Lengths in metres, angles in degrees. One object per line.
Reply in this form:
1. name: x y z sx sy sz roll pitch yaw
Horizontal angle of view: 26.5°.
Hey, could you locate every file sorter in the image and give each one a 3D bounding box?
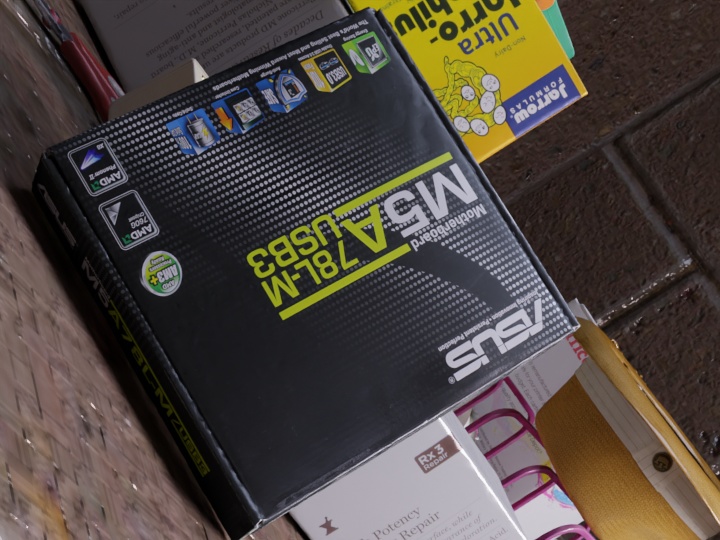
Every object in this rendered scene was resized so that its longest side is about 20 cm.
1. file sorter: 0.075 0.149 1.049 0.139 0.125 0.201 50 10 -52

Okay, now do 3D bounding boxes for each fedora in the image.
1. fedora: 0.173 0.125 0.994 0.201 0.082 0.201 51 8 -10

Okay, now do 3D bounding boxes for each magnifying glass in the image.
1. magnifying glass: 0.129 -0.194 1.092 0.080 0.022 0.200 59 5 5

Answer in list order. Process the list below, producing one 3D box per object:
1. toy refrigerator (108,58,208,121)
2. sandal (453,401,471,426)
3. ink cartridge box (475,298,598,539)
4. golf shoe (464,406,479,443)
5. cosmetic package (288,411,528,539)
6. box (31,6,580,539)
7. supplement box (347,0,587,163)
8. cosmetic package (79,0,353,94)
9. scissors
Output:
1. toy refrigerator: -0.073 -0.028 0.948 0.200 0.069 0.076 53 17 -38
2. sandal: -0.005 0.067 1.166 0.211 0.078 0.069 36 -17 -37
3. ink cartridge box: 0.146 0.145 1.298 0.086 0.199 0.148 51 9 -47
4. golf shoe: 0.029 0.095 1.280 0.092 0.073 0.200 29 18 -38
5. cosmetic package: 0.000 0.094 0.830 0.201 0.101 0.074 54 5 -30
6. box: -0.024 -0.005 0.724 0.194 0.199 0.048 58 -28 10
7. supplement box: 0.058 -0.182 1.067 0.201 0.108 0.110 58 5 -7
8. cosmetic package: -0.074 -0.143 1.116 0.201 0.165 0.167 61 6 22
9. scissors: -0.186 -0.147 0.955 0.201 0.014 0.073 56 8 -11
